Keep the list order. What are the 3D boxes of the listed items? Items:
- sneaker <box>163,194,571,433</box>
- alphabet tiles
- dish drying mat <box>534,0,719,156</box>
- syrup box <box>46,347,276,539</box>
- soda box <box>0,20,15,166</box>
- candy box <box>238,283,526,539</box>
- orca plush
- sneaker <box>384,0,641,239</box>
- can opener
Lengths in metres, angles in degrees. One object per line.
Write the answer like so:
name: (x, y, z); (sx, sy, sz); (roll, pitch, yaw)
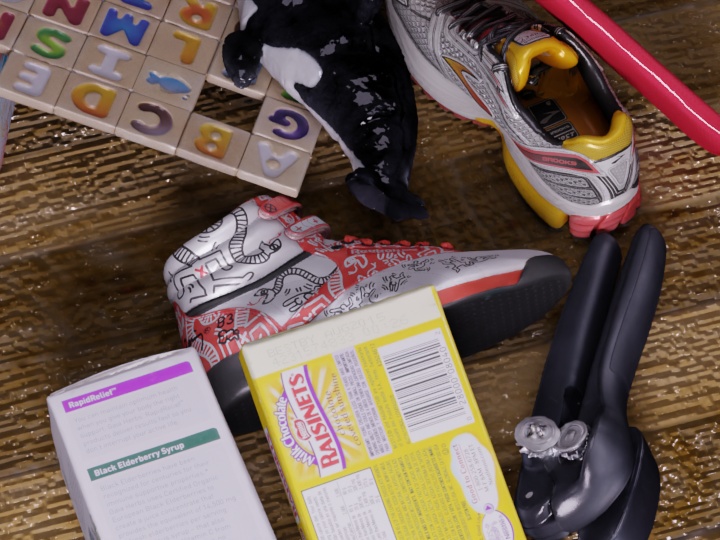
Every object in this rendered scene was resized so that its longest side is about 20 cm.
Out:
sneaker: (-0.001, 0.000, 1.384); (0.200, 0.067, 0.108); (-20, 62, -11)
alphabet tiles: (-0.110, -0.123, 1.446); (0.199, 0.008, 0.168); (19, 41, -2)
dish drying mat: (0.120, -0.129, 1.427); (0.200, 0.077, 0.018); (41, 92, -6)
syrup box: (-0.080, 0.144, 1.281); (0.081, 0.079, 0.201); (-17, 59, -12)
soda box: (-0.229, -0.038, 1.405); (0.068, 0.064, 0.201); (6, 57, 2)
candy box: (0.021, 0.116, 1.297); (0.102, 0.026, 0.201); (-18, 79, -10)
orca plush: (-0.013, -0.118, 1.417); (0.105, 0.071, 0.201); (7, 41, -17)
sneaker: (0.086, -0.113, 1.450); (0.078, 0.082, 0.200); (-32, 63, -20)
can opener: (0.116, 0.056, 1.361); (0.063, 0.079, 0.201); (-9, 47, 23)
